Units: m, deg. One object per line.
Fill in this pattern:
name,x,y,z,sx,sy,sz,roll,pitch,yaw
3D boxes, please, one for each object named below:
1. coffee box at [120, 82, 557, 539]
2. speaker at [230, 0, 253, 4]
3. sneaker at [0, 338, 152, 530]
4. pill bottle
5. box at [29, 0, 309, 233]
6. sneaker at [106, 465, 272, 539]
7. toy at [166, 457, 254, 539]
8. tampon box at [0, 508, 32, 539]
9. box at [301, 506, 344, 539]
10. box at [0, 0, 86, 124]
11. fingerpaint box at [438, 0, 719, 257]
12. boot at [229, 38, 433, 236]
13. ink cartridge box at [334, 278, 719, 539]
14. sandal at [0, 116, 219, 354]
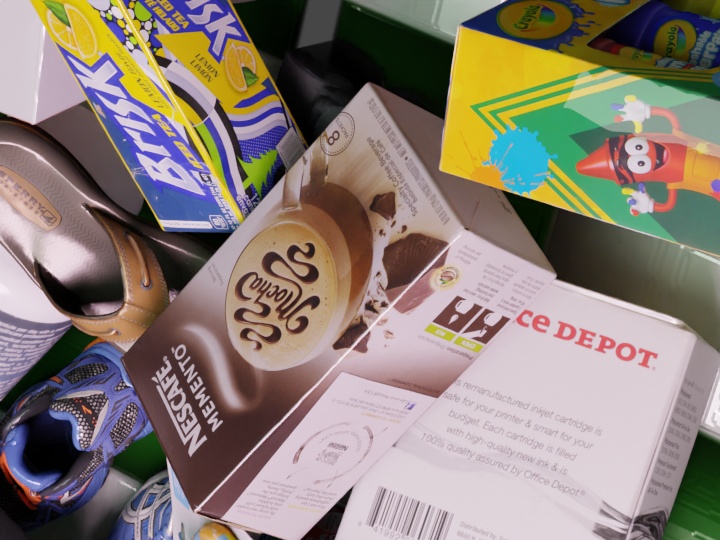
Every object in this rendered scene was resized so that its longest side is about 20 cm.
coffee box,-0.015,0.024,1.222,0.200,0.080,0.113,-47,49,18
speaker,-0.081,-0.239,1.261,0.081,0.081,0.201,10,113,26
sneaker,-0.181,0.100,1.427,0.075,0.078,0.200,49,138,6
pill bottle,-0.213,-0.002,1.403,0.120,0.119,0.200,50,124,4
box,-0.103,-0.115,1.231,0.070,0.064,0.201,3,131,43
sneaker,-0.099,0.146,1.418,0.076,0.077,0.200,49,126,3
toy,-0.068,0.188,1.281,0.200,0.047,0.116,36,138,49
tampon box,-0.247,0.213,1.440,0.200,0.126,0.150,40,151,31
box,-0.013,0.250,1.394,0.095,0.100,0.201,19,116,23
box,-0.218,-0.169,1.340,0.199,0.124,0.098,21,118,22
fingerpaint box,0.154,-0.082,1.113,0.166,0.200,0.074,18,115,24
boot,-0.001,0.000,1.320,0.164,0.066,0.201,32,117,14
ink cartridge box,0.081,0.107,1.247,0.145,0.084,0.201,19,86,22
sandal,-0.134,-0.003,1.294,0.200,0.055,0.082,41,111,-13
